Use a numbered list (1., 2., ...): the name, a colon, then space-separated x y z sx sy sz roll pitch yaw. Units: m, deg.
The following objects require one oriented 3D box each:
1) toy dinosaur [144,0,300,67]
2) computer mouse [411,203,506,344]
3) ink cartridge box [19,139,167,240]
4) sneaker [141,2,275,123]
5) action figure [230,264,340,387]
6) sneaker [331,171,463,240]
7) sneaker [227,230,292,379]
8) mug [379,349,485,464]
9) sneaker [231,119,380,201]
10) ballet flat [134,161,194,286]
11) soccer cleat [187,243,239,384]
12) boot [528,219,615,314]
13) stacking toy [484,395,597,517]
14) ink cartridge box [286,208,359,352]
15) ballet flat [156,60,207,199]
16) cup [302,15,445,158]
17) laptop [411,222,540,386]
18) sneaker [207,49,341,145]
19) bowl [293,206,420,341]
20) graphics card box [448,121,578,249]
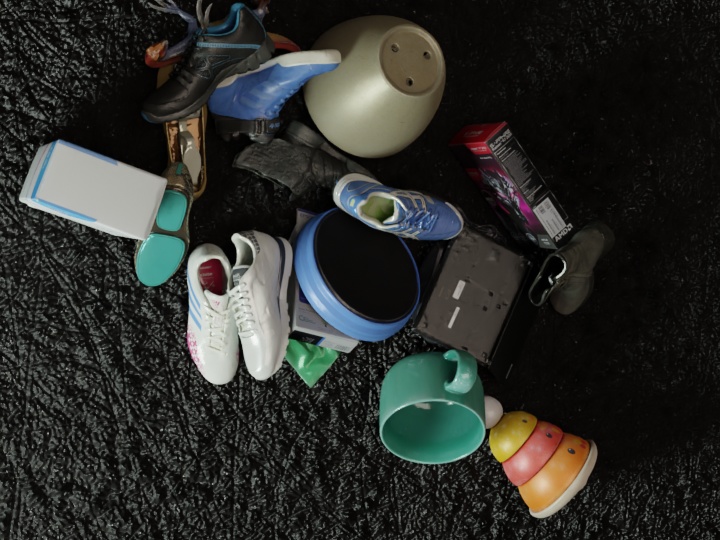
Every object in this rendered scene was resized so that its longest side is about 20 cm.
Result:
1. toy dinosaur: -0.195 -0.308 1.626 0.181 0.105 0.200 -45 109 -9
2. computer mouse: 0.129 0.013 1.806 0.138 0.053 0.201 28 79 -32
3. ink cartridge box: -0.343 -0.101 1.543 0.144 0.200 0.085 20 85 -21
4. sneaker: -0.210 -0.269 1.578 0.200 0.073 0.082 -39 130 -13
5. action figure: -0.109 0.057 1.721 0.200 0.055 0.118 41 83 -12
6. sneaker: 0.057 -0.076 1.701 0.199 0.077 0.076 12 110 -23
7. sneaker: -0.144 0.046 1.638 0.080 0.076 0.201 12 72 -47
8. mug: 0.116 0.183 1.754 0.185 0.115 0.152 -26 129 25
9. sneaker: -0.072 -0.134 1.714 0.200 0.060 0.104 36 82 -14
10. ballet flat: -0.256 -0.066 1.625 0.068 0.075 0.200 14 135 -9
11. soccer cleat: -0.203 0.064 1.670 0.070 0.086 0.201 -10 99 -19
12. boot: 0.290 0.015 1.792 0.130 0.200 0.068 -32 64 -31
13. stacking toy: 0.245 0.264 1.846 0.200 0.146 0.146 40 81 -4
14. ink cartridge box: -0.054 0.013 1.710 0.099 0.039 0.201 15 54 -22
15. ballet flat: -0.233 -0.193 1.645 0.068 0.063 0.201 -9 98 -19
16. cup: 0.038 -0.267 1.671 0.199 0.143 0.201 4 81 -24
17. laptop: 0.183 0.053 1.809 0.199 0.103 0.178 26 80 -11
18. sneaker: -0.112 -0.230 1.641 0.199 0.077 0.112 -10 97 15
19. bowl: 0.000 0.000 1.701 0.200 0.039 0.201 21 51 -28
20. graphics card box: 0.222 -0.124 1.784 0.051 0.125 0.200 -42 108 -14
